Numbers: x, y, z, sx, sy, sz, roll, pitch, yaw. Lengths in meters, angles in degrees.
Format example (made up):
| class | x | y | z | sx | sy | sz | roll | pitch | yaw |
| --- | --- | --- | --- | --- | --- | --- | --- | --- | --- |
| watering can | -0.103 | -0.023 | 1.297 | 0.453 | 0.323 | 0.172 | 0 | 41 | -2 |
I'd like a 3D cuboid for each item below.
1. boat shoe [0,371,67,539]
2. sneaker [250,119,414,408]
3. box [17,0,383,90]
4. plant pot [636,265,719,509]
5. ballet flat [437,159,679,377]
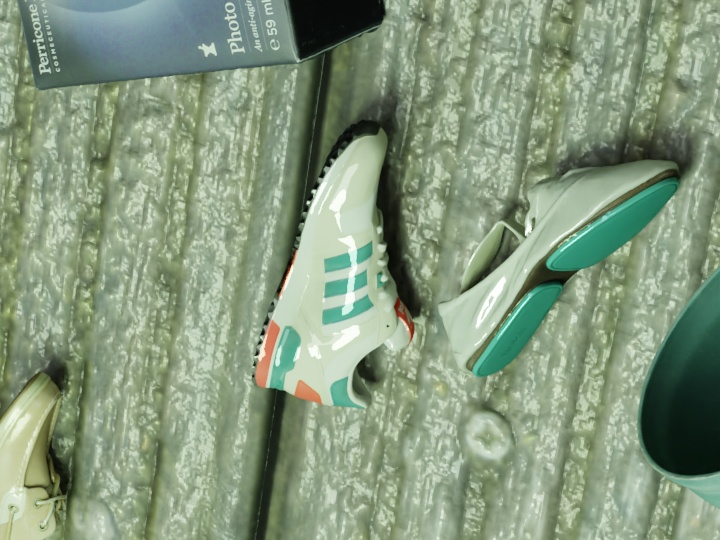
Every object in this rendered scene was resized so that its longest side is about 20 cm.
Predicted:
| class | x | y | z | sx | sy | sz | roll | pitch | yaw |
| --- | --- | --- | --- | --- | --- | --- | --- | --- | --- |
| boat shoe | -0.235 | 0.160 | 1.907 | 0.065 | 0.072 | 0.201 | 26 | 119 | 8 |
| sneaker | 0.000 | 0.001 | 1.740 | 0.093 | 0.070 | 0.200 | 21 | 114 | 0 |
| box | -0.113 | -0.225 | 1.682 | 0.198 | 0.123 | 0.201 | -4 | 105 | 30 |
| plant pot | 0.275 | 0.074 | 1.556 | 0.134 | 0.201 | 0.200 | 40 | 125 | -22 |
| ballet flat | 0.112 | -0.016 | 1.673 | 0.069 | 0.069 | 0.200 | 46 | 122 | 7 |
